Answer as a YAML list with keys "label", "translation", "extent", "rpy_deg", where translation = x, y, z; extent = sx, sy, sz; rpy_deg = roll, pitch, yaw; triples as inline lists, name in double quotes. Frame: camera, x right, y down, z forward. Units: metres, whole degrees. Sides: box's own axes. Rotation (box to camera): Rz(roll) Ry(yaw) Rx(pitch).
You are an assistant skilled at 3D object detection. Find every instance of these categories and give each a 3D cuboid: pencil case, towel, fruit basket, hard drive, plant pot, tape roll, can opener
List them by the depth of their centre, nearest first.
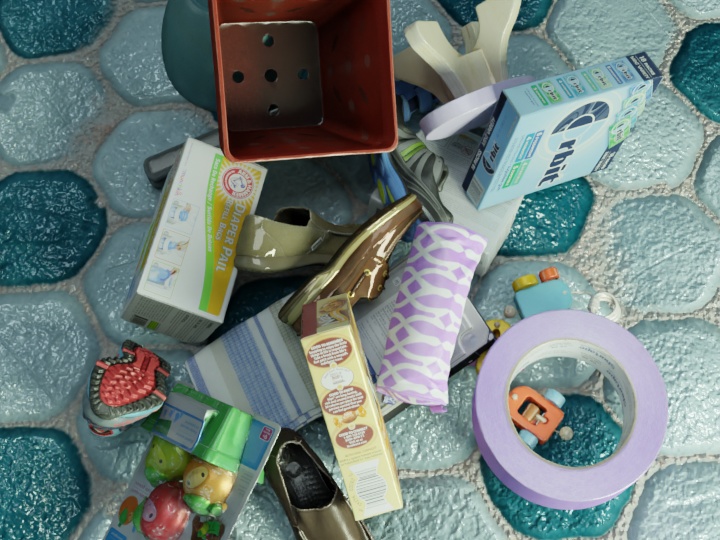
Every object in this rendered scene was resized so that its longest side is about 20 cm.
- label: "fruit basket"
  translation: [-0.187, 0.224, 1.046]
  extent: [0.184, 0.094, 0.201]
  rpy_deg: [14, 69, 45]
- label: "pencil case"
  translation: [0.078, 0.049, 1.063]
  extent: [0.085, 0.084, 0.202]
  rpy_deg: [19, 81, -28]
- label: "tape roll"
  translation: [0.218, 0.146, 1.063]
  extent: [0.198, 0.066, 0.202]
  rpy_deg: [-1, 70, 3]
- label: "towel"
  translation: [-0.092, 0.114, 1.133]
  extent: [0.199, 0.024, 0.148]
  rpy_deg: [-32, 67, 5]
- label: "hard drive"
  translation: [0.036, 0.080, 1.133]
  extent: [0.199, 0.038, 0.140]
  rpy_deg: [-35, 69, 6]
- label: "plant pot"
  translation: [-0.085, -0.231, 1.162]
  extent: [0.198, 0.176, 0.202]
  rpy_deg: [-6, 98, -19]
- label: "can opener"
  translation: [-0.182, -0.168, 1.272]
  extent: [0.199, 0.053, 0.067]
  rpy_deg: [-29, 78, -8]
- label: "plant pot"
  translation: [-0.168, -0.325, 1.297]
  extent: [0.198, 0.135, 0.202]
  rpy_deg: [0, 66, 1]

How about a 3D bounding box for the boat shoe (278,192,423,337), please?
- label: "boat shoe"
  translation: [0.000, 0.000, 1.101]
  extent: [0.068, 0.072, 0.200]
  rpy_deg: [45, 90, -6]

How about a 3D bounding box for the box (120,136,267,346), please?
- label: "box"
  translation: [-0.193, -0.033, 1.166]
  extent: [0.101, 0.112, 0.202]
  rpy_deg: [21, 65, -16]

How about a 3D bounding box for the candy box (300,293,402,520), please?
- label: "candy box"
  translation: [-0.010, 0.137, 1.033]
  extent: [0.055, 0.116, 0.202]
  rpy_deg: [-15, 104, 1]

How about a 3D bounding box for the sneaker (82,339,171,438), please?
- label: "sneaker"
  translation: [-0.254, 0.144, 1.071]
  extent: [0.079, 0.200, 0.096]
  rpy_deg: [30, 96, -3]

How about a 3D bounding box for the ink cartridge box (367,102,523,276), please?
- label: "ink cartridge box"
  translation: [0.123, -0.106, 1.250]
  extent: [0.161, 0.057, 0.200]
  rpy_deg: [26, 51, 13]

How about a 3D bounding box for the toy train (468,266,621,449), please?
- label: "toy train"
  translation: [0.203, 0.098, 1.146]
  extent: [0.149, 0.056, 0.201]
  rpy_deg: [31, 73, 13]

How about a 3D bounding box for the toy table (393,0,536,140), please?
- label: "toy table"
  translation: [0.124, -0.233, 1.169]
  extent: [0.183, 0.200, 0.118]
  rpy_deg: [-24, 88, 24]

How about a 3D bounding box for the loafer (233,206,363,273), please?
- label: "loafer"
  translation: [-0.059, -0.040, 1.152]
  extent: [0.076, 0.199, 0.068]
  rpy_deg: [9, 103, 40]

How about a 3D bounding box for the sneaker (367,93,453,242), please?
- label: "sneaker"
  translation: [0.059, -0.122, 1.189]
  extent: [0.082, 0.071, 0.201]
  rpy_deg: [-6, 61, -17]

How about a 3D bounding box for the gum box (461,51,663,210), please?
- label: "gum box"
  translation: [0.231, -0.160, 1.169]
  extent: [0.198, 0.170, 0.045]
  rpy_deg: [-19, 63, -23]

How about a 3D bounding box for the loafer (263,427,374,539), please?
- label: "loafer"
  translation: [-0.043, 0.257, 1.054]
  extent: [0.073, 0.071, 0.201]
  rpy_deg: [-36, 87, -13]

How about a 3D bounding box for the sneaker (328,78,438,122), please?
- label: "sneaker"
  translation: [0.051, -0.221, 1.279]
  extent: [0.198, 0.074, 0.083]
  rpy_deg: [-11, 61, 7]
